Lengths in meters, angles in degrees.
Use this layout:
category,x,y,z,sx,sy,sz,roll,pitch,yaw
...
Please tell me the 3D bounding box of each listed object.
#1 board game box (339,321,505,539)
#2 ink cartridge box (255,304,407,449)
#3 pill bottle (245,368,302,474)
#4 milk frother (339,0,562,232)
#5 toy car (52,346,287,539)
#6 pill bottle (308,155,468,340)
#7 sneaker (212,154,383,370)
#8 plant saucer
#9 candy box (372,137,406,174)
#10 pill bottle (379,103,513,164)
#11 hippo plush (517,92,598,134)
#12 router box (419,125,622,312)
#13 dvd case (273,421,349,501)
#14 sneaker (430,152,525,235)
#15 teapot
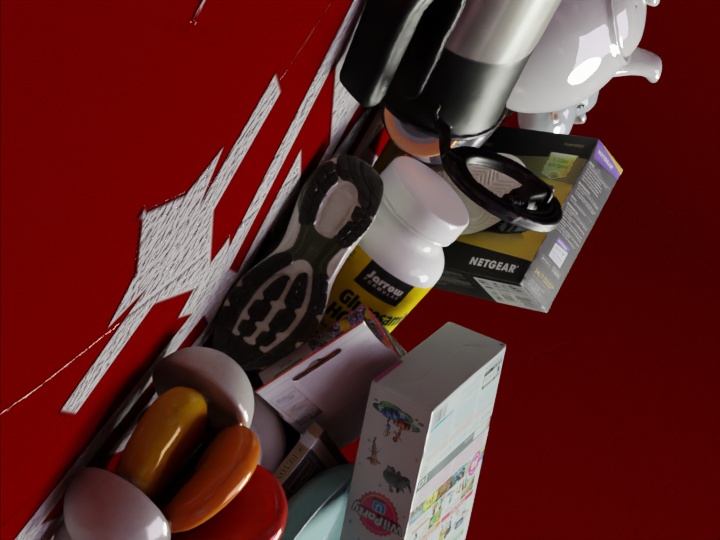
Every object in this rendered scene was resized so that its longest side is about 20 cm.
category,x,y,z,sx,sy,sz,roll,pitch,yaw
board game box,0.050,0.164,1.575,0.147,0.064,0.202,-32,138,-55
ink cartridge box,-0.021,0.084,1.556,0.109,0.051,0.200,-33,154,3
pill bottle,-0.113,0.144,1.592,0.111,0.111,0.200,-58,176,5
milk frother,0.106,-0.158,1.336,0.181,0.199,0.189,-48,170,-43
toy car,-0.125,0.171,1.370,0.175,0.149,0.200,-55,175,-33
pill bottle,0.000,0.000,1.628,0.200,0.112,0.112,-48,180,24
sneaker,-0.052,-0.003,1.551,0.201,0.077,0.089,-54,-173,-3
plant saucer,-0.048,0.238,1.597,0.200,0.036,0.201,-47,160,-23
candy box,0.008,-0.073,1.899,0.103,0.026,0.200,-58,180,-16
pill bottle,0.078,-0.155,1.657,0.107,0.106,0.200,-59,175,22
hippo plush,0.191,-0.211,2.182,0.200,0.160,0.160,-54,175,-35
router box,0.123,-0.054,1.726,0.199,0.052,0.158,12,-115,46
dvd case,-0.081,0.229,1.584,0.200,0.016,0.149,-52,160,-10
sneaker,0.060,-0.069,1.699,0.199,0.075,0.085,-20,-153,18
teapot,0.181,-0.233,1.589,0.200,0.145,0.199,-49,131,-66
